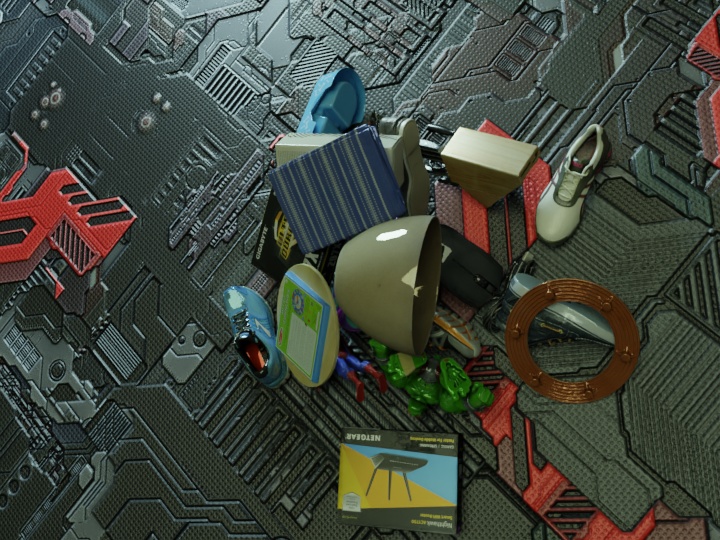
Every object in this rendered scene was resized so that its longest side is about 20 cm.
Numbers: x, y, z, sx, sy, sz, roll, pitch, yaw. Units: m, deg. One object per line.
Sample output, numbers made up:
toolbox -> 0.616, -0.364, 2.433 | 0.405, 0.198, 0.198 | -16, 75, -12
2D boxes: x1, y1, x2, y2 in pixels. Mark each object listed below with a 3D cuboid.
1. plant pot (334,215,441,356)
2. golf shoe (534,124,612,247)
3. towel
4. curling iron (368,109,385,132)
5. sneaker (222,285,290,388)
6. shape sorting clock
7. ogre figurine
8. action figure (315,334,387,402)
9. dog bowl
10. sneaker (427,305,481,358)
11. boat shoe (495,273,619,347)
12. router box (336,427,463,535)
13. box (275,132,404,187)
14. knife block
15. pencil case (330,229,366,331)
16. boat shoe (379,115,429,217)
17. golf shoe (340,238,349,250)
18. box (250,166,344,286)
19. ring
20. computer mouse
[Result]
plant pot -> 0.037, 0.016, 1.112 | 0.131, 0.200, 0.205 | 7, 79, 16
golf shoe -> 0.330, -0.139, 1.198 | 0.076, 0.088, 0.203 | 25, 88, 21
towel -> -0.037, -0.122, 1.163 | 0.197, 0.024, 0.147 | -20, 100, 27
curling iron -> 0.011, -0.198, 1.343 | 0.025, 0.050, 0.205 | 17, 73, -10
sneaker -> -0.190, 0.108, 1.328 | 0.078, 0.090, 0.202 | -35, 68, 9
shape sorting clock -> -0.088, 0.091, 1.256 | 0.198, 0.039, 0.205 | 14, 107, 51
ogre figurine -> 0.107, 0.172, 1.179 | 0.195, 0.121, 0.100 | 6, 64, 4
action figure -> -0.025, 0.174, 1.252 | 0.064, 0.101, 0.200 | -15, 28, -22
dog bowl -> -0.055, -0.266, 1.354 | 0.049, 0.111, 0.204 | 9, 71, 36
sneaker -> 0.109, 0.094, 1.237 | 0.198, 0.078, 0.079 | 30, 102, 27
boat shoe -> 0.310, 0.085, 1.169 | 0.197, 0.071, 0.092 | 26, 119, 8
router box -> 0.064, 0.331, 1.202 | 0.195, 0.051, 0.153 | -2, 78, 20
box -> -0.032, -0.169, 1.198 | 0.195, 0.069, 0.084 | 5, 118, 16
knife block -> 0.174, -0.189, 1.220 | 0.174, 0.200, 0.064 | 38, 74, -4
pencil case -> 0.000, 0.000, 1.241 | 0.084, 0.092, 0.203 | 26, 118, 15
boat shoe -> 0.073, -0.167, 1.262 | 0.056, 0.203, 0.067 | 20, 47, 35
golf shoe -> 0.027, -0.041, 1.306 | 0.196, 0.078, 0.100 | 15, 99, 28
box -> -0.101, -0.069, 1.315 | 0.158, 0.049, 0.204 | 30, 113, 28
ring -> 0.313, 0.110, 1.125 | 0.196, 0.019, 0.205 | 8, 112, 19
computer mouse -> 0.173, -0.005, 1.208 | 0.197, 0.053, 0.140 | 31, 92, 3
